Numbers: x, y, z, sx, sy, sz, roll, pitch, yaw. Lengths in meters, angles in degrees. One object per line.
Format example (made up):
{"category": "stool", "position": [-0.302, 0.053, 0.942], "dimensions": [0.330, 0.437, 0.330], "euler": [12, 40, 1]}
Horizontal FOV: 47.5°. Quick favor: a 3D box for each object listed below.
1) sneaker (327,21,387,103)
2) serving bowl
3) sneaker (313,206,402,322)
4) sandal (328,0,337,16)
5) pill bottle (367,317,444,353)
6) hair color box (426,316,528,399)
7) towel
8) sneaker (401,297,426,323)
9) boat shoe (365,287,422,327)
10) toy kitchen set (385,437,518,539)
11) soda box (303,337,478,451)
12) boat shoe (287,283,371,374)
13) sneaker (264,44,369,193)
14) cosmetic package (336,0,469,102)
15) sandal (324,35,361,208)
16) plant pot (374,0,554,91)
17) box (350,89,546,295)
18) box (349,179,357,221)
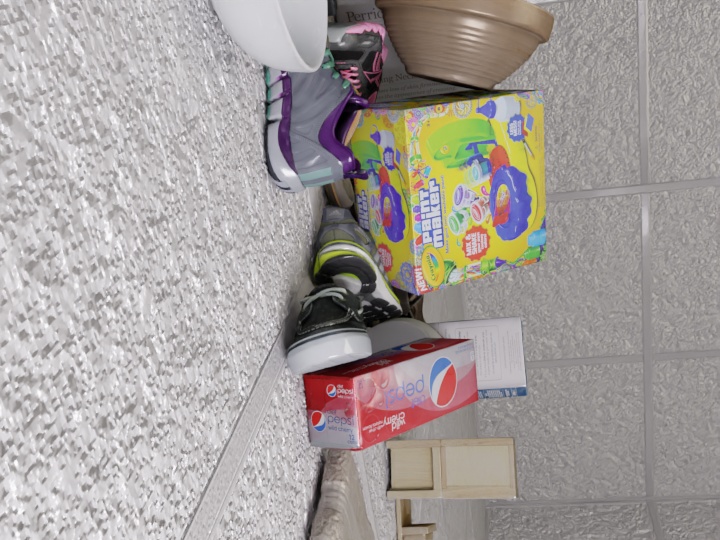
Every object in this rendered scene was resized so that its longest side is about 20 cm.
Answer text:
{"category": "sneaker", "position": [-0.009, -0.232, 0.955], "dimensions": [0.200, 0.079, 0.096], "euler": [-10, 106, -78]}
{"category": "serving bowl", "position": [-0.077, -0.238, 0.579], "dimensions": [0.200, 0.066, 0.200], "euler": [-5, 90, -79]}
{"category": "sneaker", "position": [0.000, 0.000, 0.876], "dimensions": [0.200, 0.074, 0.081], "euler": [68, 16, -63]}
{"category": "sandal", "position": [-0.051, -0.294, 0.825], "dimensions": [0.200, 0.048, 0.075], "euler": [-103, -177, -71]}
{"category": "pill bottle", "position": [0.057, 0.119, 0.998], "dimensions": [0.200, 0.116, 0.116], "euler": [41, 45, -75]}
{"category": "hair color box", "position": [0.126, 0.126, 1.133], "dimensions": [0.061, 0.200, 0.100], "euler": [60, 27, -65]}
{"category": "towel", "position": [-0.012, 0.278, 0.780], "dimensions": [0.133, 0.034, 0.200], "euler": [-80, 161, -59]}
{"category": "sneaker", "position": [0.069, 0.099, 1.262], "dimensions": [0.076, 0.070, 0.200], "euler": [-58, 143, -41]}
{"category": "boat shoe", "position": [0.049, 0.027, 1.110], "dimensions": [0.200, 0.073, 0.075], "euler": [-66, 149, -69]}
{"category": "toy kitchen set", "position": [0.142, 0.328, 1.179], "dimensions": [0.200, 0.180, 0.163], "euler": [39, 48, -70]}
{"category": "soda box", "position": [0.036, 0.114, 0.795], "dimensions": [0.200, 0.063, 0.070], "euler": [-10, 96, -50]}
{"category": "boat shoe", "position": [-0.031, 0.048, 0.725], "dimensions": [0.200, 0.072, 0.071], "euler": [74, 3, -88]}
{"category": "sneaker", "position": [-0.035, -0.167, 0.706], "dimensions": [0.074, 0.087, 0.200], "euler": [25, 61, -78]}
{"category": "cosmetic package", "position": [0.070, -0.318, 1.127], "dimensions": [0.166, 0.167, 0.200], "euler": [-82, 163, -48]}
{"category": "sandal", "position": [-0.021, -0.157, 0.871], "dimensions": [0.082, 0.054, 0.200], "euler": [-76, 158, -61]}
{"category": "plant pot", "position": [0.108, -0.258, 0.921], "dimensions": [0.201, 0.201, 0.093], "euler": [-42, 146, -77]}
{"category": "box", "position": [0.102, -0.098, 0.944], "dimensions": [0.122, 0.192, 0.200], "euler": [20, -60, 57]}
{"category": "box", "position": [0.032, -0.098, 1.088], "dimensions": [0.200, 0.075, 0.100], "euler": [-62, 145, -68]}
